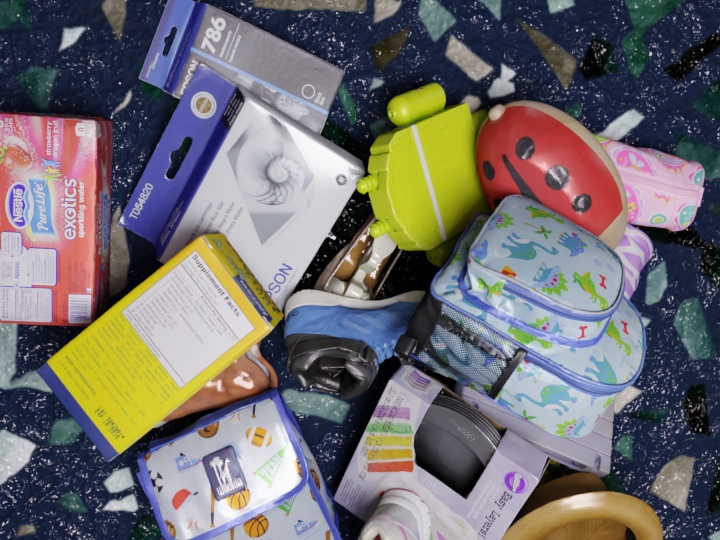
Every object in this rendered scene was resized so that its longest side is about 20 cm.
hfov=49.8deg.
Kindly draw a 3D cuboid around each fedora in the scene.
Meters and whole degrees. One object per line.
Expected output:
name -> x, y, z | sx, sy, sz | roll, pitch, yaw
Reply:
fedora -> 0.236, 0.292, 0.874 | 0.196, 0.082, 0.204 | -1, 127, -1

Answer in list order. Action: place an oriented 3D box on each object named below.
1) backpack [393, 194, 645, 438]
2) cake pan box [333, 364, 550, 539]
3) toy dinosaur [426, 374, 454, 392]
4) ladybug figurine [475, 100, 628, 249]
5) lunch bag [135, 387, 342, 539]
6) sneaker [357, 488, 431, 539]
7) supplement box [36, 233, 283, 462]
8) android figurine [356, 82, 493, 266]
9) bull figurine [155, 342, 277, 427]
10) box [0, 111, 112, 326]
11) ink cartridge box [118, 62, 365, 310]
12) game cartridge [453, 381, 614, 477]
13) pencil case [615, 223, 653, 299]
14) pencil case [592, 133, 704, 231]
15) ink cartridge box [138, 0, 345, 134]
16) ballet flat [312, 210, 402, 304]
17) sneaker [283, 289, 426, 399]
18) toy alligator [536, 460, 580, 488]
backpack -> 0.163, 0.042, 0.716 | 0.198, 0.183, 0.148 | 32, 129, 8
cake pan box -> 0.082, 0.222, 0.838 | 0.182, 0.052, 0.202 | 32, 121, 12
toy dinosaur -> 0.139, 0.180, 0.881 | 0.100, 0.058, 0.202 | -24, 82, -45
ladybug figurine -> 0.187, -0.080, 0.786 | 0.200, 0.072, 0.135 | 48, 132, -12
lunch bag -> -0.125, 0.241, 0.832 | 0.167, 0.124, 0.203 | -23, 114, -6
sneaker -> 0.026, 0.336, 0.800 | 0.080, 0.088, 0.205 | -7, 86, 30
supplement box -> -0.186, 0.068, 0.752 | 0.199, 0.110, 0.109 | -38, 93, 2
android figurine -> 0.077, -0.097, 0.811 | 0.198, 0.041, 0.185 | -30, 109, -34
bull figurine -> -0.191, 0.111, 0.841 | 0.196, 0.065, 0.124 | -9, 100, -6
box -> -0.306, -0.053, 0.777 | 0.098, 0.095, 0.204 | 2, 100, -9
ink cartridge box -> -0.126, -0.075, 0.807 | 0.198, 0.041, 0.201 | 28, 107, -14
game cartridge -> 0.201, 0.141, 0.888 | 0.197, 0.038, 0.131 | 24, 54, -12
pencil case -> 0.248, 0.039, 0.856 | 0.083, 0.086, 0.202 | 27, 75, 30
pencil case -> 0.279, -0.103, 0.863 | 0.196, 0.087, 0.089 | 13, 98, -12
ink cartridge box -> -0.123, -0.203, 0.808 | 0.197, 0.039, 0.101 | 22, 97, -11
ballet flat -> 0.000, 0.000, 0.848 | 0.067, 0.067, 0.202 | 28, 95, -11
sneaker -> 0.019, 0.081, 0.789 | 0.196, 0.113, 0.078 | 5, 135, -8
toy alligator -> 0.243, 0.276, 0.941 | 0.058, 0.054, 0.203 | 20, 97, -11
